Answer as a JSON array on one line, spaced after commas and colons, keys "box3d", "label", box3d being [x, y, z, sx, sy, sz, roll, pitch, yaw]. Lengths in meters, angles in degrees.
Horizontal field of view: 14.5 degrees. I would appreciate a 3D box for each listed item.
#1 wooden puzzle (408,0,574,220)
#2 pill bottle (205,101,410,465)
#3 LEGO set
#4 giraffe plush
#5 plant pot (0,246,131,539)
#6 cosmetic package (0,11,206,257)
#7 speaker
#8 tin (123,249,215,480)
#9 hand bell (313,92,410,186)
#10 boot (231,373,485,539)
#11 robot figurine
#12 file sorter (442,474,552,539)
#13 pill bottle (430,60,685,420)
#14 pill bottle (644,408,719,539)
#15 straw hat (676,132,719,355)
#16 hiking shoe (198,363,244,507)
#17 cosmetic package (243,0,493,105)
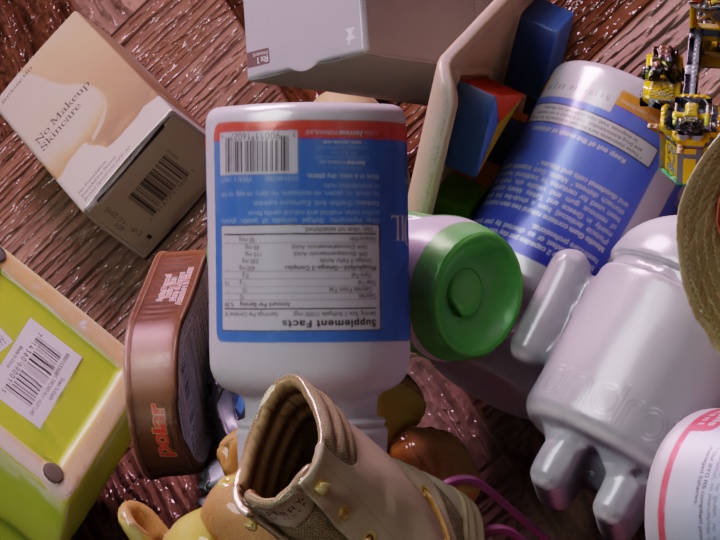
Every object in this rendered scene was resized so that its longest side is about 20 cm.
[{"box3d": [0.081, -0.089, 1.740, 0.046, 0.185, 0.200, 22, 41, 12], "label": "wooden puzzle"}, {"box3d": [-0.028, 0.010, 1.549, 0.112, 0.112, 0.200, 0, 92, 45], "label": "pill bottle"}, {"box3d": [0.255, -0.128, 1.603, 0.200, 0.116, 0.154, 10, 53, 13], "label": "LEGO set"}, {"box3d": [-0.051, 0.152, 1.640, 0.172, 0.162, 0.200, 24, 114, 33], "label": "giraffe plush"}, {"box3d": [-0.257, 0.107, 1.840, 0.181, 0.199, 0.200, -42, 12, 40], "label": "plant pot"}, {"box3d": [-0.188, -0.104, 2.120, 0.105, 0.071, 0.200, -50, 38, 2], "label": "cosmetic package"}, {"box3d": [0.000, 0.000, 1.662, 0.200, 0.088, 0.089, 12, 68, 47], "label": "speaker"}, {"box3d": [-0.117, 0.060, 1.854, 0.042, 0.112, 0.200, -2, 25, 7], "label": "tin"}, {"box3d": [-0.004, -0.125, 1.963, 0.104, 0.104, 0.200, -26, 31, 28], "label": "hand bell"}, {"box3d": [0.002, 0.162, 1.435, 0.073, 0.155, 0.200, -25, 43, 28], "label": "boot"}, {"box3d": [0.170, 0.053, 1.597, 0.169, 0.113, 0.200, 28, 78, 12], "label": "robot figurine"}, {"box3d": [0.077, 0.229, 1.535, 0.139, 0.125, 0.200, -44, 38, 7], "label": "file sorter"}, {"box3d": [0.121, -0.015, 1.703, 0.112, 0.112, 0.200, 14, 69, 49], "label": "pill bottle"}, {"box3d": [0.252, 0.128, 1.457, 0.200, 0.109, 0.109, 0, 60, 44], "label": "pill bottle"}, {"box3d": [0.266, -0.017, 1.543, 0.201, 0.201, 0.085, -45, 7, 8], "label": "straw hat"}, {"box3d": [-0.053, 0.107, 1.829, 0.087, 0.074, 0.200, -7, 47, 8], "label": "hiking shoe"}, {"box3d": [0.026, -0.160, 1.841, 0.107, 0.200, 0.090, -9, 79, 38], "label": "cosmetic package"}]
